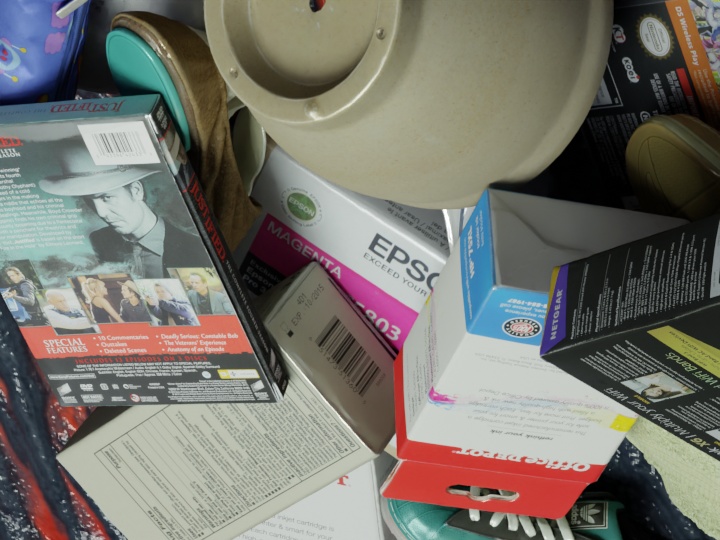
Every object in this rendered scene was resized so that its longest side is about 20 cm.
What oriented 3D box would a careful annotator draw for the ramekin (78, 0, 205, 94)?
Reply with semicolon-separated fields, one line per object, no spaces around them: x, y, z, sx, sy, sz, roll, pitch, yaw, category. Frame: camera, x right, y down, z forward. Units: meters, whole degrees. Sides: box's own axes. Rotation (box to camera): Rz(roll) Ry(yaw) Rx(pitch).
-0.138;-0.194;1.481;0.200;0.098;0.201;16;131;19;ramekin

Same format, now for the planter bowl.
0.006;-0.130;1.356;0.200;0.135;0.201;1;92;36;planter bowl

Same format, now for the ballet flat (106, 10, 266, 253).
-0.084;-0.080;1.445;0.068;0.072;0.200;36;154;33;ballet flat

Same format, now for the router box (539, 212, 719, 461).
0.211;0.043;1.304;0.200;0.052;0.157;30;148;-33;router box

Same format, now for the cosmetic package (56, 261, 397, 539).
-0.071;0.088;1.570;0.200;0.071;0.105;-31;104;40;cosmetic package

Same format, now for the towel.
0.186;0.102;1.493;0.149;0.036;0.200;52;172;-17;towel

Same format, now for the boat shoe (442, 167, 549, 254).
0.060;-0.080;1.454;0.065;0.074;0.201;10;104;29;boat shoe

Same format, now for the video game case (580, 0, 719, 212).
0.206;-0.067;1.424;0.180;0.026;0.200;-5;121;34;video game case

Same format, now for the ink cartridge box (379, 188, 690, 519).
0.089;0.049;1.435;0.116;0.067;0.200;9;142;-15;ink cartridge box

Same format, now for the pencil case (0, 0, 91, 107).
-0.178;-0.125;1.434;0.087;0.078;0.200;47;140;22;pencil case

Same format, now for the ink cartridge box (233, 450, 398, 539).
-0.032;0.156;1.704;0.146;0.086;0.200;11;128;24;ink cartridge box

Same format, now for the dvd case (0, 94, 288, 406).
-0.135;-0.006;1.454;0.146;0.022;0.200;-3;131;27;dvd case

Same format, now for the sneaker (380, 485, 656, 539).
0.112;0.155;1.616;0.200;0.071;0.080;24;131;-15;sneaker

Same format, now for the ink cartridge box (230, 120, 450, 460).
0.000;0.000;1.568;0.200;0.075;0.165;33;136;5;ink cartridge box

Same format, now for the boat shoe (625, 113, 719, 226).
0.223;-0.012;1.407;0.201;0.063;0.073;41;143;6;boat shoe
